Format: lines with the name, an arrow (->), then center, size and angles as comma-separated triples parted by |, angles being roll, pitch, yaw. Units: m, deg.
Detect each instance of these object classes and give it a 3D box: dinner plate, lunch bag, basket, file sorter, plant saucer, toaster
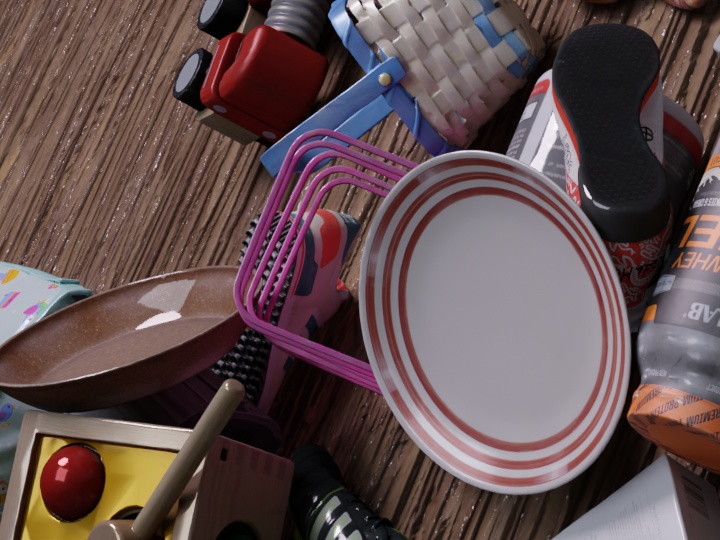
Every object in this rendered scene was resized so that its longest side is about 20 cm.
dinner plate -> 0.079, 0.029, 1.430 | 0.199, 0.024, 0.201 | 15, 112, 39
lunch bag -> -0.292, 0.093, 2.051 | 0.170, 0.122, 0.201 | 15, 81, 59
basket -> 0.025, -0.132, 1.744 | 0.200, 0.139, 0.176 | -41, -1, 8
file sorter -> 0.000, 0.000, 1.605 | 0.200, 0.125, 0.140 | 62, -130, -81
plant saucer -> -0.156, 0.051, 1.691 | 0.199, 0.037, 0.201 | -17, 16, 5
toaster -> -0.153, 0.149, 1.778 | 0.129, 0.113, 0.201 | 44, 112, 41

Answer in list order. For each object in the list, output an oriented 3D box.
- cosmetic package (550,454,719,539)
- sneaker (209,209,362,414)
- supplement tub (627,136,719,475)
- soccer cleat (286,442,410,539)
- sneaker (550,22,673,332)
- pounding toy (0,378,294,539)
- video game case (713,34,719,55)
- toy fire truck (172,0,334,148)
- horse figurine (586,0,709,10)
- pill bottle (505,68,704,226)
cosmetic package -> 0.146, 0.223, 1.373 | 0.151, 0.052, 0.201 | -38, 36, 26
sneaker -> -0.052, 0.040, 1.813 | 0.070, 0.093, 0.201 | 43, 128, 35
supplement tub -> 0.228, 0.010, 1.375 | 0.122, 0.122, 0.201 | 5, 67, 56
soccer cleat -> -0.002, 0.182, 1.622 | 0.081, 0.068, 0.201 | -29, 39, 12
sneaker -> 0.147, -0.052, 1.463 | 0.067, 0.108, 0.202 | -2, 38, 1
pounding toy -> -0.136, 0.166, 1.590 | 0.199, 0.142, 0.185 | 4, 78, 34
video game case -> 0.321, -0.188, 1.516 | 0.183, 0.023, 0.200 | -58, 30, 1
toy fire truck -> -0.033, -0.196, 1.959 | 0.200, 0.128, 0.177 | -22, 46, 59
horse figurine -> 0.182, -0.232, 1.716 | 0.199, 0.050, 0.133 | -3, 77, 45
pill bottle -> 0.128, -0.015, 1.548 | 0.116, 0.116, 0.201 | 3, 65, 56
